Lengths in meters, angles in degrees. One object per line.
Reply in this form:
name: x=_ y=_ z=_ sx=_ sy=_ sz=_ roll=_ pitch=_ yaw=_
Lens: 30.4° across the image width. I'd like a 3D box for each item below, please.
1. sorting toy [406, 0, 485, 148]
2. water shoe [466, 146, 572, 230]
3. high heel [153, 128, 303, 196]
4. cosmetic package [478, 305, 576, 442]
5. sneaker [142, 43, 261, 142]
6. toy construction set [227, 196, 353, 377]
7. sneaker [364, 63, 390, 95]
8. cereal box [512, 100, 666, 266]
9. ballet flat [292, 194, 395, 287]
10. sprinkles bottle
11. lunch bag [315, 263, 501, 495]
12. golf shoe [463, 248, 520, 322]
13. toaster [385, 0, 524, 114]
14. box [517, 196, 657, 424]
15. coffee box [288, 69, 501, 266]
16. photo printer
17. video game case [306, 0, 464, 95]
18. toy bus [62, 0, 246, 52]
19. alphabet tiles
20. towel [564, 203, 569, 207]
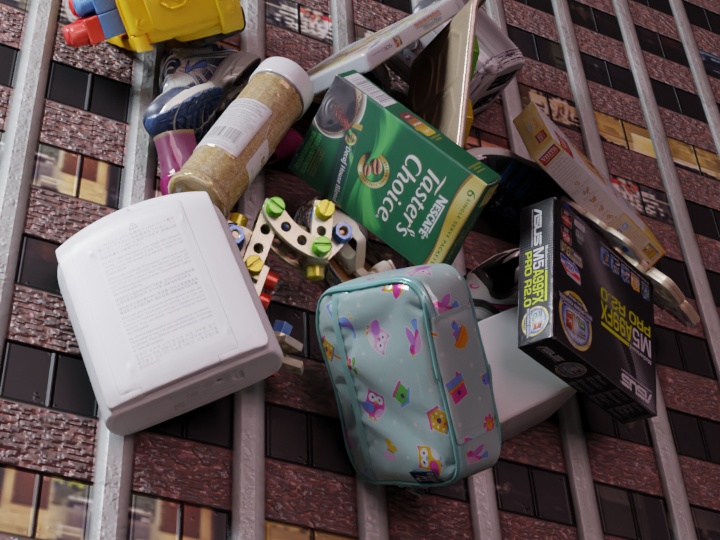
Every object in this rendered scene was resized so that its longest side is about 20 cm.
sorting toy: x=0.089 y=-0.181 z=1.458 sx=0.036 sy=0.185 sz=0.203 roll=16 pitch=73 yaw=-15
water shoe: x=0.181 y=-0.092 z=1.568 sx=0.197 sy=0.072 sz=0.080 roll=5 pitch=48 yaw=-30
high heel: x=-0.130 y=-0.099 z=1.398 sx=0.198 sy=0.067 sz=0.098 roll=-9 pitch=81 yaw=-40
cosmetic package: x=0.122 y=0.117 z=1.330 sx=0.198 sy=0.085 sz=0.108 roll=-16 pitch=63 yaw=-42
sneaker: x=-0.189 y=-0.195 z=1.433 sx=0.084 sy=0.078 sz=0.200 roll=30 pitch=33 yaw=9
toy construction set: x=-0.086 y=0.013 z=1.273 sx=0.130 sy=0.092 sz=0.202 roll=23 pitch=53 yaw=-10
sneaker: x=0.004 y=-0.201 z=1.549 sx=0.075 sy=0.080 sz=0.201 roll=27 pitch=40 yaw=-6
cereal box: x=0.263 y=-0.099 z=1.538 sx=0.200 sy=0.039 sz=0.144 roll=43 pitch=15 yaw=-19
ballet flat: x=0.000 y=0.000 z=1.369 sx=0.072 sy=0.072 sz=0.201 roll=-22 pitch=67 yaw=-44
sprinkles bottle: x=-0.118 y=-0.132 z=1.331 sx=0.068 sy=0.068 sz=0.201 roll=33 pitch=52 yaw=-2
lunch bag: x=0.039 y=0.101 z=1.207 sx=0.077 sy=0.159 sz=0.203 roll=-16 pitch=96 yaw=-46
golf shoe: x=0.176 y=0.015 z=1.454 sx=0.199 sy=0.093 sz=0.073 roll=-21 pitch=63 yaw=-45
toaster: x=0.121 y=-0.268 z=1.655 sx=0.129 sy=0.114 sz=0.200 roll=46 pitch=25 yaw=6
box: x=0.233 y=0.043 z=1.348 sx=0.199 sy=0.044 sz=0.162 roll=35 pitch=48 yaw=-38
coffee box: x=0.033 y=-0.099 z=1.353 sx=0.199 sy=0.124 sz=0.044 roll=38 pitch=27 yaw=14
photo printer: x=-0.178 y=0.028 z=1.184 sx=0.164 sy=0.070 sz=0.202 roll=-22 pitch=61 yaw=-8
video game case: x=-0.003 y=-0.239 z=1.485 sx=0.182 sy=0.199 sz=0.023 roll=-39 pitch=106 yaw=-40
toy bus: x=-0.237 y=-0.296 z=1.435 sx=0.190 sy=0.200 sz=0.137 roll=-24 pitch=108 yaw=-14
alphabet tiles: x=0.301 y=-0.007 z=1.513 sx=0.200 sy=0.015 sz=0.195 roll=41 pitch=-2 yaw=45
towel: x=0.258 y=0.027 z=1.467 sx=0.200 sy=0.049 sz=0.149 roll=43 pitch=32 yaw=-35
